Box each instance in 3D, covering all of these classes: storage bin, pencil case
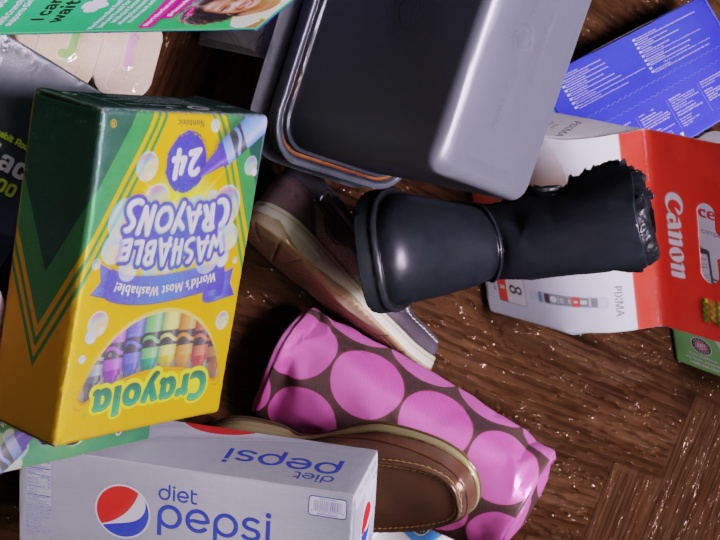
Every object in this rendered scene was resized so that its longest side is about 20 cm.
[{"bbox_3d":[0.052,-0.132,0.830,0.145,0.134,0.200,15,96,-45],"label":"storage bin"},{"bbox_3d":[0.024,0.110,0.971,0.091,0.200,0.094,-49,171,-51],"label":"pencil case"}]

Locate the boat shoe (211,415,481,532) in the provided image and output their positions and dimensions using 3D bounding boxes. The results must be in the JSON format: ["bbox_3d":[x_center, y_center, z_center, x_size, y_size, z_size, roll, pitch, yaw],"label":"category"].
[{"bbox_3d":[-0.024,0.138,0.915,0.068,0.200,0.072,-46,131,-53],"label":"boat shoe"}]

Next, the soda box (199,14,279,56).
[{"bbox_3d":[0.000,-0.160,0.921,0.200,0.063,0.068,1,103,-43],"label":"soda box"}]

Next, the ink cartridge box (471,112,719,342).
[{"bbox_3d":[0.168,-0.024,1.039,0.050,0.200,0.163,-32,124,-34],"label":"ink cartridge box"}]

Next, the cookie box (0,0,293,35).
[{"bbox_3d":[-0.135,-0.205,0.726,0.200,0.075,0.172,-10,75,-41],"label":"cookie box"}]

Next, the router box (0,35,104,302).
[{"bbox_3d":[-0.195,-0.042,0.776,0.200,0.062,0.150,30,89,-47],"label":"router box"}]

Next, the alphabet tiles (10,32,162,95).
[{"bbox_3d":[-0.200,-0.105,0.794,0.200,0.015,0.196,4,109,-43],"label":"alphabet tiles"}]

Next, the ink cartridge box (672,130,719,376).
[{"bbox_3d":[0.334,-0.002,1.241,0.084,0.145,0.200,-35,125,-27],"label":"ink cartridge box"}]

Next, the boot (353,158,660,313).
[{"bbox_3d":[0.098,-0.025,0.923,0.200,0.168,0.077,-11,92,-71],"label":"boot"}]

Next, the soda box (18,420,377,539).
[{"bbox_3d":[-0.093,0.130,0.855,0.068,0.199,0.064,-50,145,-70],"label":"soda box"}]

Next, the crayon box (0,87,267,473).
[{"bbox_3d":[-0.120,0.011,0.764,0.126,0.051,0.201,-7,111,-55],"label":"crayon box"}]

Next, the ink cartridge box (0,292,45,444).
[{"bbox_3d":[-0.218,0.049,0.739,0.095,0.037,0.200,-31,135,-21],"label":"ink cartridge box"}]

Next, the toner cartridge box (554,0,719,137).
[{"bbox_3d":[0.212,-0.131,1.124,0.200,0.043,0.095,-29,86,-33],"label":"toner cartridge box"}]

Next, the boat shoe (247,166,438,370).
[{"bbox_3d":[0.000,0.000,0.985,0.200,0.072,0.065,42,76,-40],"label":"boat shoe"}]

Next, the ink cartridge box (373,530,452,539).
[{"bbox_3d":[-0.005,0.241,1.054,0.200,0.084,0.146,-52,132,-16],"label":"ink cartridge box"}]
